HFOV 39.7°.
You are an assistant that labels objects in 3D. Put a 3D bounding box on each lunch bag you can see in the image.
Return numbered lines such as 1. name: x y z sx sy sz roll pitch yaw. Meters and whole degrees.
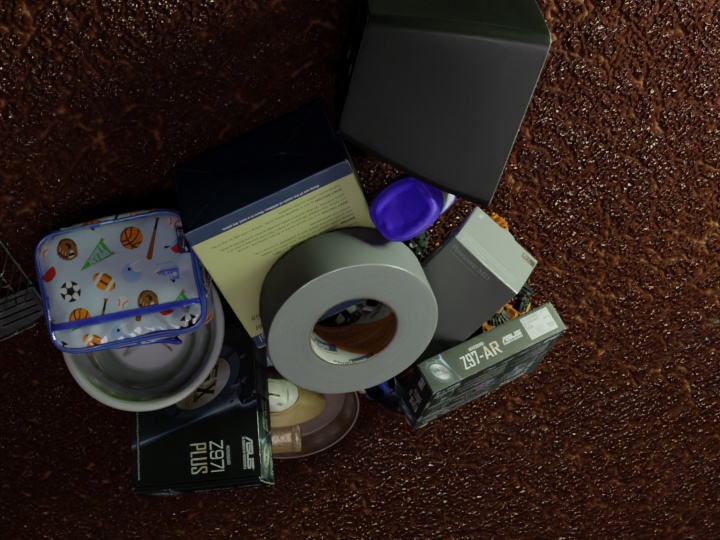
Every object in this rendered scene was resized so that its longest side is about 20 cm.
1. lunch bag: -0.269 0.016 1.164 0.199 0.076 0.161 -10 89 1

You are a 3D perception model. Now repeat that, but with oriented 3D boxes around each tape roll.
1. tape roll: -0.015 0.049 1.148 0.199 0.066 0.201 -9 133 -10

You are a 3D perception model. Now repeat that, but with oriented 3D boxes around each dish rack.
1. dish rack: -0.470 0.022 1.173 0.153 0.055 0.200 -21 132 2

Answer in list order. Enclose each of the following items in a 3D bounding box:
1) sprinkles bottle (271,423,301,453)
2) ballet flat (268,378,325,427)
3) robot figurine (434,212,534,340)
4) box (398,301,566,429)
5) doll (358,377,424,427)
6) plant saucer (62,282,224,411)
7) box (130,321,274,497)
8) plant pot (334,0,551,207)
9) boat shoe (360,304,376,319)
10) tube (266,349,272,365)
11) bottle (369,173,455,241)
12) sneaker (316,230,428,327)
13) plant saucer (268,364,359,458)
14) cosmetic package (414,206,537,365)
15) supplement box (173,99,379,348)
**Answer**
1. sprinkles bottle: -0.183 0.228 1.381 0.199 0.068 0.068 -6 130 -5
2. ballet flat: -0.145 0.176 1.340 0.199 0.069 0.063 -6 140 -7
3. robot figurine: 0.171 0.031 1.353 0.145 0.058 0.200 -28 124 -13
4. box: 0.156 0.127 1.302 0.199 0.044 0.160 -24 160 -16
5. doll: 0.036 0.166 1.415 0.200 0.136 0.049 46 66 -33
6. plant saucer: -0.262 0.073 1.220 0.199 0.201 0.050 -19 168 -1
7. box: -0.200 0.177 1.260 0.163 0.201 0.086 -6 164 5
8. plant pot: 0.072 -0.216 1.062 0.177 0.200 0.200 11 126 -11
9. boat shoe: 0.060 0.098 1.379 0.200 0.072 0.060 25 83 -36
10. tube: -0.220 0.132 1.351 0.199 0.050 0.078 -18 124 4
11. bottle: 0.070 -0.087 1.161 0.083 0.200 0.065 -35 92 19
12. sneaker: 0.000 0.000 1.292 0.200 0.090 0.067 -45 125 -12
13. plant saucer: -0.103 0.192 1.430 0.199 0.035 0.201 -5 130 -6
14. cosmetic package: 0.114 0.027 1.249 0.107 0.090 0.200 40 134 0
15. supplement box: -0.083 -0.052 1.176 0.199 0.134 0.200 -24 131 4
